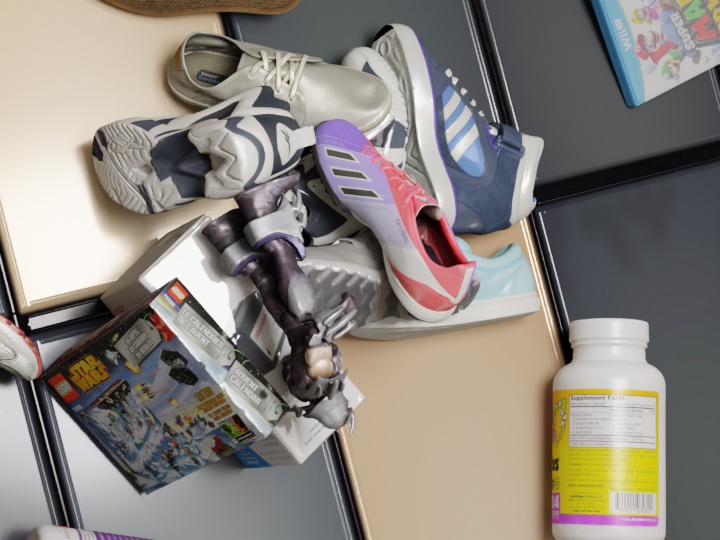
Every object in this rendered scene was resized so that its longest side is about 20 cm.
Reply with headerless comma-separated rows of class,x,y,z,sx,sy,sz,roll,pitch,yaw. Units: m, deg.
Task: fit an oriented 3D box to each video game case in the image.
video game case,0.319,-0.265,1.733,0.199,0.018,0.144,-27,105,-22

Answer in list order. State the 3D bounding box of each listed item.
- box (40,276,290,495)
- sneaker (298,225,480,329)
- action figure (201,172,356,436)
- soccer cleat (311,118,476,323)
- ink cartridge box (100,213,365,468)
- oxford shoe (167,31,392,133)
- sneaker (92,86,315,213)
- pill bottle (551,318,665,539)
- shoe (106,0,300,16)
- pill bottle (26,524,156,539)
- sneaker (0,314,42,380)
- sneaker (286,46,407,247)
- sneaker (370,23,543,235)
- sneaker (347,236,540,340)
box,-0.159,0.096,1.411,0.137,0.200,0.040,49,51,-10
sneaker,0.000,0.000,1.500,0.199,0.075,0.082,2,44,-29
action figure,-0.046,0.034,1.349,0.069,0.130,0.201,-17,77,-30
soccer cleat,0.030,-0.055,1.449,0.068,0.073,0.201,-14,64,-38
ink cartridge box,-0.109,0.063,1.464,0.084,0.145,0.200,-43,99,-20
oxford shoe,-0.071,-0.161,1.515,0.198,0.058,0.076,12,62,5
sneaker,-0.121,-0.103,1.469,0.129,0.198,0.080,-20,99,-45
pill bottle,0.226,0.148,1.610,0.103,0.104,0.202,5,81,-21
shoe,-0.150,-0.262,1.544,0.198,0.070,0.054,5,39,-17
pill bottle,-0.175,0.273,1.428,0.199,0.111,0.112,11,79,-20
sneaker,-0.352,0.055,1.413,0.199,0.078,0.083,17,81,-9
sneaker,-0.032,-0.098,1.550,0.129,0.079,0.201,-1,94,-30
sneaker,0.095,-0.131,1.616,0.146,0.080,0.202,-9,80,-34
sneaker,0.067,0.014,1.586,0.199,0.074,0.083,-7,81,-32
